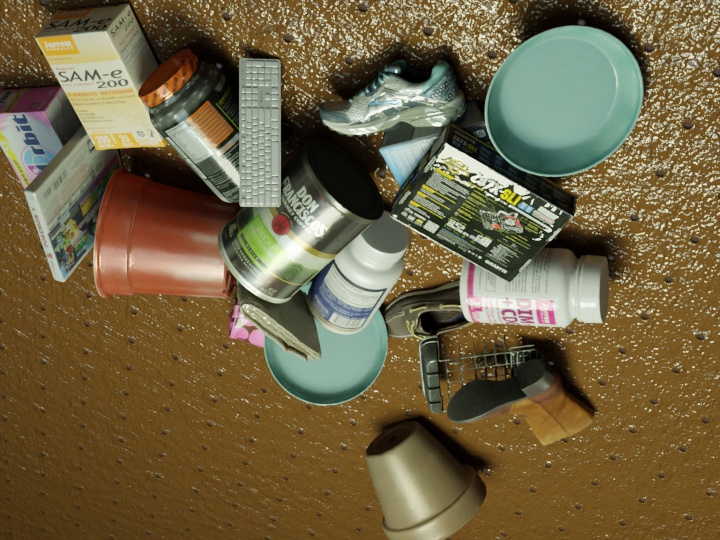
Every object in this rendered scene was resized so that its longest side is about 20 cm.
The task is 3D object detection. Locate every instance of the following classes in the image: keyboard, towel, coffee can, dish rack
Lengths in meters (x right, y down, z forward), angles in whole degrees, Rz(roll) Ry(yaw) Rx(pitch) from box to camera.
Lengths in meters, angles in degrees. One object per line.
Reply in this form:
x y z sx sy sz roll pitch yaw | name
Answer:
-0.136 -0.187 1.583 0.056 0.201 0.011 0 179 -3 | keyboard
-0.128 0.050 1.748 0.034 0.133 0.200 -29 138 16 | towel
-0.086 -0.069 1.659 0.146 0.147 0.200 38 119 -18 | coffee can
0.198 0.167 1.887 0.199 0.055 0.154 -6 136 2 | dish rack

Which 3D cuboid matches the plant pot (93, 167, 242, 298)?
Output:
-0.285 -0.045 1.789 0.194 0.201 0.201 8 138 2 | plant pot

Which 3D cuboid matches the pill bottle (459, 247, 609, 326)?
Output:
0.252 0.023 1.679 0.199 0.114 0.114 2 135 21 | pill bottle

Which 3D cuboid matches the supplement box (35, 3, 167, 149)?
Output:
-0.353 -0.271 1.651 0.125 0.074 0.200 0 134 26 | supplement box

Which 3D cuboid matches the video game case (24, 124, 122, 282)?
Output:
-0.421 -0.114 1.751 0.023 0.200 0.183 14 138 17 | video game case

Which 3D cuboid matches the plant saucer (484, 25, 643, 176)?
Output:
0.249 -0.213 1.447 0.199 0.036 0.201 -3 122 -5 | plant saucer

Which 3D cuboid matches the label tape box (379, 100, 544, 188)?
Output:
0.147 -0.149 1.579 0.199 0.063 0.144 -11 129 28 | label tape box

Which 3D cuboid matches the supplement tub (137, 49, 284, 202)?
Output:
-0.209 -0.203 1.628 0.122 0.123 0.200 -19 124 36 | supplement tub

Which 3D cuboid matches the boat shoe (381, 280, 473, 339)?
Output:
0.107 0.072 1.832 0.199 0.060 0.072 -19 125 36 | boat shoe

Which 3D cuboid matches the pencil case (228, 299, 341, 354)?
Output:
-0.123 0.101 1.939 0.199 0.091 0.094 17 178 2 | pencil case

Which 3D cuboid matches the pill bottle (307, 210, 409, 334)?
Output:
0.000 0.000 1.763 0.111 0.111 0.200 26 138 -5 | pill bottle

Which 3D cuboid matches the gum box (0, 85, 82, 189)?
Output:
-0.479 -0.184 1.802 0.113 0.066 0.200 0 134 21 | gum box

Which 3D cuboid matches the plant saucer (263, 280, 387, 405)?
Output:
-0.056 0.116 1.877 0.199 0.201 0.027 19 176 3 | plant saucer

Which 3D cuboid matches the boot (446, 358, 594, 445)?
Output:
0.259 0.229 1.890 0.188 0.069 0.200 -32 138 13 | boot

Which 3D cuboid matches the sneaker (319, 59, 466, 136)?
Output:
0.038 -0.236 1.541 0.199 0.078 0.087 -6 120 18 | sneaker

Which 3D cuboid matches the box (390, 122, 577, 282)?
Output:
0.161 -0.086 1.556 0.199 0.049 0.160 28 134 -9 | box

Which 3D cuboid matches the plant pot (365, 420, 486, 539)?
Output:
0.100 0.367 2.073 0.200 0.200 0.175 -22 104 38 | plant pot
